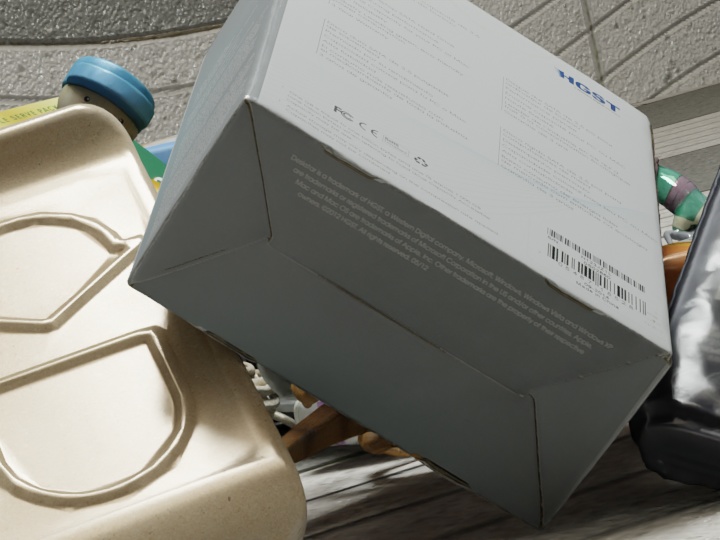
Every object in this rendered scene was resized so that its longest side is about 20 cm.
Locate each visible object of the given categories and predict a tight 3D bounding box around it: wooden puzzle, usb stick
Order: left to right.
[{"bbox_3d":[-0.130,0.049,0.833,0.184,0.046,0.201,-20,47,-10],"label":"wooden puzzle"},{"bbox_3d":[0.135,-0.001,0.885,0.055,0.033,0.200,15,41,11],"label":"usb stick"}]

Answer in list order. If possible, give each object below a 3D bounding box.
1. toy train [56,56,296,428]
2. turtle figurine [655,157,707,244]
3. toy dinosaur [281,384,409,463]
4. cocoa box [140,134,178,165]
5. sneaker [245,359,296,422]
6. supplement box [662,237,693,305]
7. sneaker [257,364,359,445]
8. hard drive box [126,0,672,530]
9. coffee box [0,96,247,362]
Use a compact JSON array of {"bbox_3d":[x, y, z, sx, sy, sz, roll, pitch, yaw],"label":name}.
[{"bbox_3d":[-0.075,-0.011,1.166,0.199,0.116,0.085,23,-18,20],"label":"toy train"},{"bbox_3d":[0.118,-0.032,1.445,0.149,0.102,0.200,-13,-1,-2],"label":"turtle figurine"},{"bbox_3d":[0.009,0.044,0.969,0.199,0.061,0.106,-25,1,-27],"label":"toy dinosaur"},{"bbox_3d":[-0.054,-0.016,1.444,0.132,0.132,0.200,-11,5,22],"label":"cocoa box"},{"bbox_3d":[0.037,0.012,1.211,0.199,0.080,0.074,-13,3,-25],"label":"sneaker"},{"bbox_3d":[0.192,0.005,0.968,0.198,0.067,0.069,-13,3,-11],"label":"supplement box"},{"bbox_3d":[0.000,0.000,1.113,0.099,0.075,0.200,-16,33,4],"label":"sneaker"},{"bbox_3d":[0.019,-0.026,0.892,0.077,0.155,0.200,-54,10,23],"label":"hard drive box"},{"bbox_3d":[-0.107,-0.008,1.283,0.200,0.044,0.123,37,26,18],"label":"coffee box"}]
